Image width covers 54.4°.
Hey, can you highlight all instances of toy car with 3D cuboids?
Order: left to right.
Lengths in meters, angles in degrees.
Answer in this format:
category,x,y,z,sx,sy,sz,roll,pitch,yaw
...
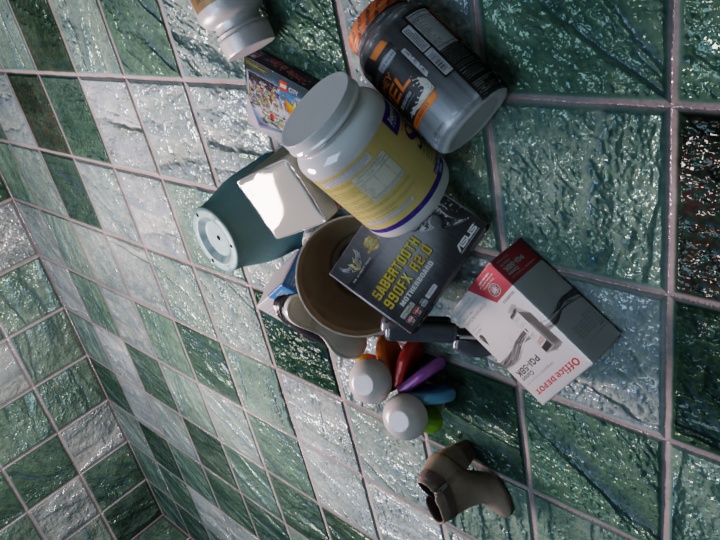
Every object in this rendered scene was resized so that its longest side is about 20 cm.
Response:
category,x,y,z,sx,sy,sz,roll,pitch,yaw
toy car,0.090,0.202,1.290,0.200,0.175,0.150,44,107,15

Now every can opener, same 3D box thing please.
category,x,y,z,sx,sy,sz,roll,pitch,yaw
can opener,0.130,0.110,1.124,0.053,0.200,0.067,-125,40,-69

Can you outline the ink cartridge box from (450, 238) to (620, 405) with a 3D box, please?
category,x,y,z,sx,sy,sz,roll,pitch,yaw
ink cartridge box,0.252,0.078,1.032,0.200,0.083,0.147,45,143,14

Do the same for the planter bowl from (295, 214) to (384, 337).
category,x,y,z,sx,sy,sz,roll,pitch,yaw
planter bowl,0.000,0.000,1.186,0.200,0.200,0.135,59,-171,-5

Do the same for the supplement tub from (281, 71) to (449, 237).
category,x,y,z,sx,sy,sz,roll,pitch,yaw
supplement tub,0.007,-0.153,0.945,0.200,0.146,0.145,38,155,-31

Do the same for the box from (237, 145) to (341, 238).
category,x,y,z,sx,sy,sz,roll,pitch,yaw
box,-0.064,-0.155,1.068,0.128,0.200,0.109,-14,116,47

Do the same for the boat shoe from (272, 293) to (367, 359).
category,x,y,z,sx,sy,sz,roll,pitch,yaw
boat shoe,-0.071,0.098,1.242,0.200,0.074,0.060,31,166,-36

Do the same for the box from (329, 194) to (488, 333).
category,x,y,z,sx,sy,sz,roll,pitch,yaw
box,0.074,-0.030,1.062,0.158,0.200,0.048,36,-175,13

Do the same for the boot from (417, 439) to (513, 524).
category,x,y,z,sx,sy,sz,roll,pitch,yaw
boot,0.194,0.428,1.335,0.200,0.146,0.070,55,143,0

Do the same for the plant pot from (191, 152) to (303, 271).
category,x,y,z,sx,sy,sz,roll,pitch,yaw
plant pot,-0.209,-0.096,1.343,0.200,0.188,0.200,30,139,31

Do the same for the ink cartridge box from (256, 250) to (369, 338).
category,x,y,z,sx,sy,sz,roll,pitch,yaw
ink cartridge box,-0.076,0.066,1.340,0.200,0.084,0.145,31,149,-14

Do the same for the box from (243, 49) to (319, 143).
category,x,y,z,sx,sy,sz,roll,pitch,yaw
box,-0.120,-0.281,1.216,0.200,0.038,0.137,34,140,27

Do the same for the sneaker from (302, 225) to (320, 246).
category,x,y,z,sx,sy,sz,roll,pitch,yaw
sneaker,-0.060,-0.040,1.334,0.074,0.082,0.200,6,149,9

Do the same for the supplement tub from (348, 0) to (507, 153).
category,x,y,z,sx,sy,sz,roll,pitch,yaw
supplement tub,0.084,-0.262,0.918,0.200,0.122,0.123,47,145,11

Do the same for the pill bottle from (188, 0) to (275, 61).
category,x,y,z,sx,sy,sz,roll,pitch,yaw
pill bottle,-0.222,-0.450,1.131,0.114,0.114,0.200,-10,110,53
